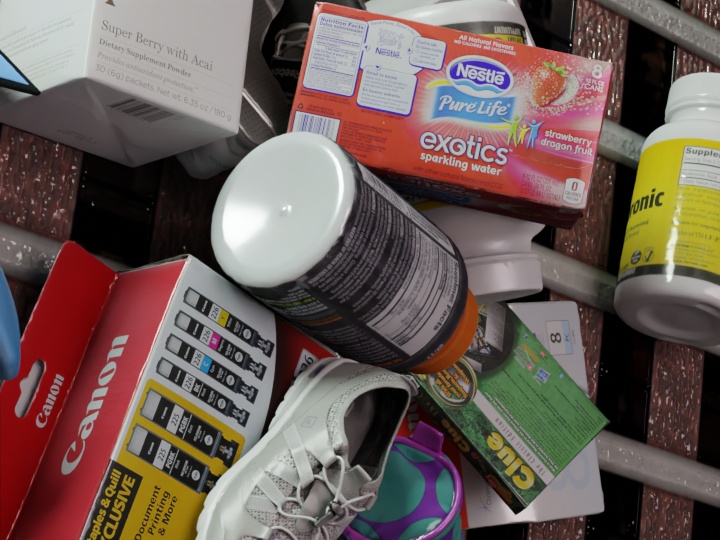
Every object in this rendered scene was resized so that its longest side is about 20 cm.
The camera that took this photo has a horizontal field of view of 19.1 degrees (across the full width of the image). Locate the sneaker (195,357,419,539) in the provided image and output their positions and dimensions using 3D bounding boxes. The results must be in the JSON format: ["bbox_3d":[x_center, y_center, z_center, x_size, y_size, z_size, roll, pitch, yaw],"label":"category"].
[{"bbox_3d":[-0.032,0.130,1.270,0.075,0.082,0.201,45,56,-30],"label":"sneaker"}]

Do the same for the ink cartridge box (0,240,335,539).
[{"bbox_3d":[-0.129,0.101,1.299,0.175,0.084,0.201,35,61,-32],"label":"ink cartridge box"}]

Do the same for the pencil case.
[{"bbox_3d":[0.035,0.186,1.398,0.093,0.085,0.200,-50,154,-22],"label":"pencil case"}]

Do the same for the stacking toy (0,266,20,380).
[{"bbox_3d":[-0.301,0.044,1.193,0.199,0.109,0.117,-31,114,-29],"label":"stacking toy"}]

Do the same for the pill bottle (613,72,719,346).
[{"bbox_3d":[0.271,-0.051,1.705,0.111,0.111,0.201,30,63,-34],"label":"pill bottle"}]

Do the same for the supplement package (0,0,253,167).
[{"bbox_3d":[-0.146,-0.185,1.350,0.121,0.119,0.202,17,70,-37],"label":"supplement package"}]

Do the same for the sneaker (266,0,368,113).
[{"bbox_3d":[-0.038,-0.119,1.465,0.088,0.074,0.202,-10,92,-39],"label":"sneaker"}]

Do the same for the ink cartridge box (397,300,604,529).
[{"bbox_3d":[0.089,0.106,1.554,0.199,0.047,0.161,-1,83,-43],"label":"ink cartridge box"}]

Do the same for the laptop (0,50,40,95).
[{"bbox_3d":[-0.280,-0.207,1.246,0.176,0.103,0.202,13,73,-40],"label":"laptop"}]

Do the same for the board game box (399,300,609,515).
[{"bbox_3d":[0.079,0.065,1.519,0.200,0.023,0.105,49,55,2],"label":"board game box"}]

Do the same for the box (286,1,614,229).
[{"bbox_3d":[0.057,-0.099,1.388,0.198,0.095,0.101,12,84,2],"label":"box"}]

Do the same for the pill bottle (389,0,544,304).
[{"bbox_3d":[0.072,-0.079,1.491,0.112,0.112,0.202,-3,83,-42],"label":"pill bottle"}]

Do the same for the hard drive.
[{"bbox_3d":[-0.189,0.118,1.317,0.199,0.026,0.133,-16,93,-43],"label":"hard drive"}]

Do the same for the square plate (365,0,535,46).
[{"bbox_3d":[0.081,-0.130,1.605,0.198,0.028,0.201,-35,105,-41],"label":"square plate"}]

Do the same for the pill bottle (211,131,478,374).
[{"bbox_3d":[0.000,0.000,1.360,0.200,0.106,0.107,38,57,-50],"label":"pill bottle"}]

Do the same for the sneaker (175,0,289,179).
[{"bbox_3d":[-0.098,-0.149,1.424,0.070,0.080,0.201,28,45,-34],"label":"sneaker"}]
